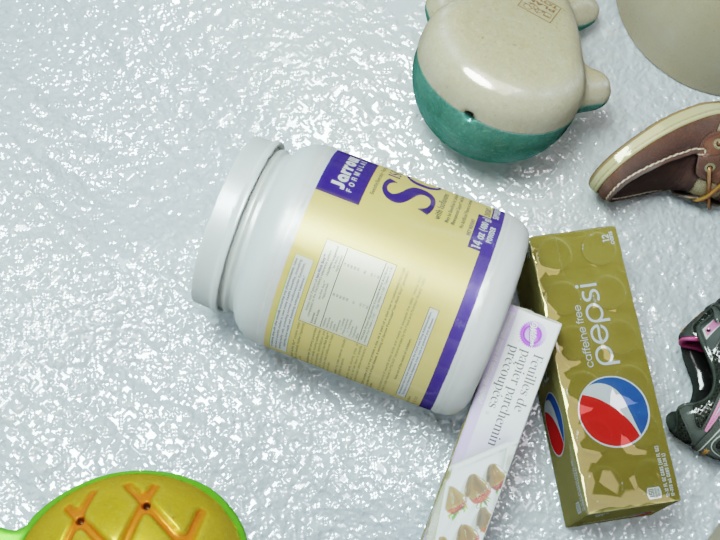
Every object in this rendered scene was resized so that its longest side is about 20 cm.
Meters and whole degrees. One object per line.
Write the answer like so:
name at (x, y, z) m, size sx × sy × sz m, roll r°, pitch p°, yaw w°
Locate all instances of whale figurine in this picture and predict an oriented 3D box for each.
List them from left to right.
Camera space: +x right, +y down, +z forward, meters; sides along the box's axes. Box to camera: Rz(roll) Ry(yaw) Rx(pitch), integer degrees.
whale figurine at (0.116, -0.159, 0.931) m, size 0.159 × 0.104 × 0.200 m, roll 29°, pitch 46°, yaw 6°

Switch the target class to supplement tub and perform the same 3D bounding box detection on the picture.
supplement tub at (0.000, 0.000, 0.824) m, size 0.199 × 0.145 × 0.146 m, roll 21°, pitch 70°, yaw 3°

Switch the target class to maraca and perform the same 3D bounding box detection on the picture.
maraca at (-0.167, 0.199, 0.758) m, size 0.199 × 0.107 × 0.138 m, roll -12°, pitch 63°, yaw -9°

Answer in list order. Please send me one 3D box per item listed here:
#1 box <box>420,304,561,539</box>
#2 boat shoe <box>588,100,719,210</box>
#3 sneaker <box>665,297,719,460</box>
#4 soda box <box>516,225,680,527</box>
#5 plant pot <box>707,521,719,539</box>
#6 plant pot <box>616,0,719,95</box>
box at (0.082, 0.122, 0.809) m, size 0.039 × 0.041 × 0.201 m, roll 20°, pitch 90°, yaw 4°
boat shoe at (0.272, -0.084, 0.919) m, size 0.199 × 0.072 × 0.072 m, roll -19°, pitch 71°, yaw -18°
sneaker at (0.276, 0.043, 0.866) m, size 0.086 × 0.080 × 0.201 m, roll 19°, pitch 69°, yaw 4°
soda box at (0.163, 0.074, 0.853) m, size 0.067 × 0.064 × 0.201 m, roll -7°, pitch 70°, yaw -7°
plant pot at (0.286, 0.268, 0.733) m, size 0.200 × 0.177 × 0.200 m, roll 40°, pitch 72°, yaw 9°
plant pot at (0.311, -0.263, 0.916) m, size 0.187 × 0.200 × 0.188 m, roll 1°, pitch 69°, yaw -4°
